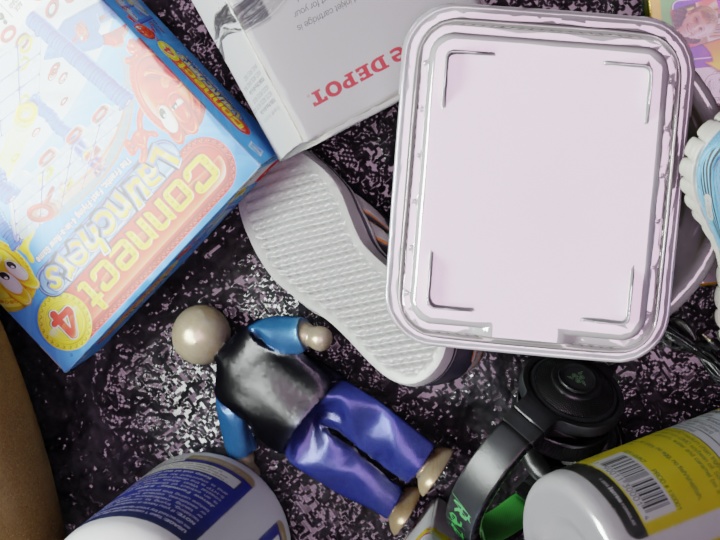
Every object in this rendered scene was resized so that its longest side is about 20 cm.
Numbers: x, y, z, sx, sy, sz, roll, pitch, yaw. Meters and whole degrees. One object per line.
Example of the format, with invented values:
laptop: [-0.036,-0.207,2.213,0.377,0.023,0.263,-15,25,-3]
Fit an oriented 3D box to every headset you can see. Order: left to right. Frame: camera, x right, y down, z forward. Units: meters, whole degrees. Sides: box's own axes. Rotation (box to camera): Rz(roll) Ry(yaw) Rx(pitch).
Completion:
headset: [0.141,0.104,1.023,0.200,0.124,0.094,-43,63,-14]

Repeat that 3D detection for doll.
doll: [-0.043,0.093,1.077,0.199,0.048,0.137,36,120,3]

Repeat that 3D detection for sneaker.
sneaker: [0.000,0.000,1.056,0.079,0.079,0.200,-48,64,17]
sneaker: [0.247,0.006,0.937,0.078,0.090,0.201,-36,119,-11]

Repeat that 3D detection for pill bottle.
pill bottle: [-0.128,0.198,1.014,0.119,0.200,0.121,4,103,17]
pill bottle: [0.208,0.147,0.988,0.198,0.114,0.115,-16,95,-23]

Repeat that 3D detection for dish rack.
dish rack: [0.102,-0.049,0.944,0.170,0.044,0.202,5,97,3]

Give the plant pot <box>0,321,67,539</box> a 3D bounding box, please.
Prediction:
plant pot: [-0.282,0.095,1.037,0.184,0.186,0.202,-2,96,7]

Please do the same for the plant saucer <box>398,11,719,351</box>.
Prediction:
plant saucer: [0.123,-0.054,0.992,0.198,0.050,0.202,1,99,5]

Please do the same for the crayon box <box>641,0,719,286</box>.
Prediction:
crayon box: [0.241,-0.094,1.022,0.118,0.058,0.202,-4,96,7]

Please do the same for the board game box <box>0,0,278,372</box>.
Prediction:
board game box: [-0.186,-0.074,1.058,0.196,0.056,0.200,45,108,1]

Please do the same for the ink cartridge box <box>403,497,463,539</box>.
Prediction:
ink cartridge box: [0.059,0.259,1.008,0.145,0.200,0.147,34,99,1]

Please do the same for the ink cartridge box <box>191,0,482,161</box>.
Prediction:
ink cartridge box: [-0.029,-0.188,1.007,0.144,0.083,0.201,-29,92,-17]
